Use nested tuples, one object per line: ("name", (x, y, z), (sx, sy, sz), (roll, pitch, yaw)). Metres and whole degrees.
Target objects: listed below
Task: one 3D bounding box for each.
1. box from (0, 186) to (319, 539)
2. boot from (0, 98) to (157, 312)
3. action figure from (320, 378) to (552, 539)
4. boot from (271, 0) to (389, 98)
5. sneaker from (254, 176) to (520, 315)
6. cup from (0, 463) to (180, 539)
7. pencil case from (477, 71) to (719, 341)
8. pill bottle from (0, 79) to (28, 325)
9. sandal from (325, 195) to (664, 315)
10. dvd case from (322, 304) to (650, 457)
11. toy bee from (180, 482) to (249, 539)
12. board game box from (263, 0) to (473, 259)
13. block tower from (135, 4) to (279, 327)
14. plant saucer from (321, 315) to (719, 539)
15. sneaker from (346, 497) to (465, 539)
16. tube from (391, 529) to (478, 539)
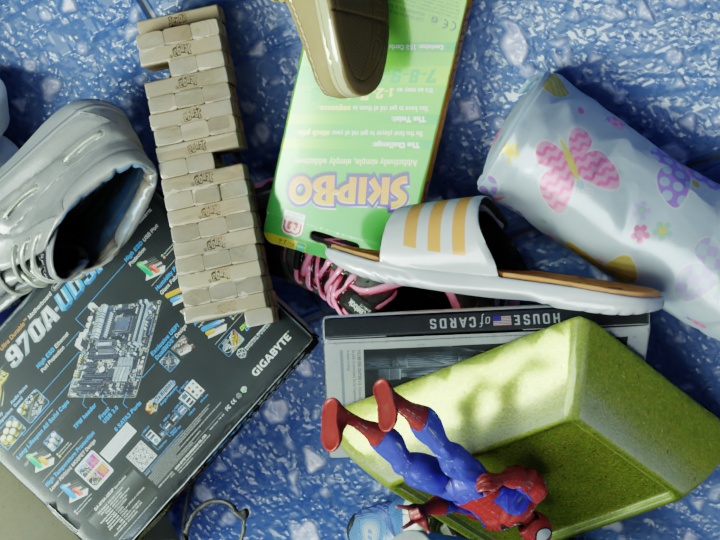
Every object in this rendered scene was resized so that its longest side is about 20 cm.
("box", (-0.149, 0.064, 1.724), (0.159, 0.046, 0.200), (42, 90, 6))
("boot", (-0.210, -0.016, 1.674), (0.073, 0.096, 0.200), (37, 98, -34))
("action figure", (0.056, 0.126, 1.606), (0.065, 0.052, 0.200), (-26, 144, 28))
("boot", (-0.074, -0.184, 1.612), (0.155, 0.073, 0.201), (-17, 88, 28))
("sneaker", (0.000, 0.000, 1.697), (0.199, 0.095, 0.079), (16, 124, 12))
("cup", (-0.241, 0.160, 1.832), (0.200, 0.200, 0.144), (-30, 77, 30))
("pencil case", (0.170, -0.039, 1.619), (0.199, 0.083, 0.091), (31, 83, 2))
("pill bottle", (-0.274, -0.027, 1.769), (0.115, 0.116, 0.201), (8, 119, 16))
("sandal", (0.083, -0.014, 1.602), (0.205, 0.079, 0.060), (8, 93, 13))
("dvd case", (0.077, 0.070, 1.673), (0.199, 0.025, 0.151), (-2, 148, 0))
("toy bee", (-0.131, 0.092, 1.798), (0.130, 0.109, 0.201), (1, 87, 4))
("board game box", (0.005, -0.102, 1.649), (0.095, 0.030, 0.201), (16, 103, 11))
("block tower", (-0.096, -0.061, 1.671), (0.057, 0.054, 0.201), (-12, 90, 4))
("plant saucer", (0.109, 0.119, 1.686), (0.199, 0.048, 0.199), (-22, 143, 29))
("sneaker", (0.043, 0.243, 1.835), (0.089, 0.078, 0.201), (-5, 109, 34))
("tube", (0.098, 0.200, 1.682), (0.199, 0.051, 0.077), (15, 135, -44))
